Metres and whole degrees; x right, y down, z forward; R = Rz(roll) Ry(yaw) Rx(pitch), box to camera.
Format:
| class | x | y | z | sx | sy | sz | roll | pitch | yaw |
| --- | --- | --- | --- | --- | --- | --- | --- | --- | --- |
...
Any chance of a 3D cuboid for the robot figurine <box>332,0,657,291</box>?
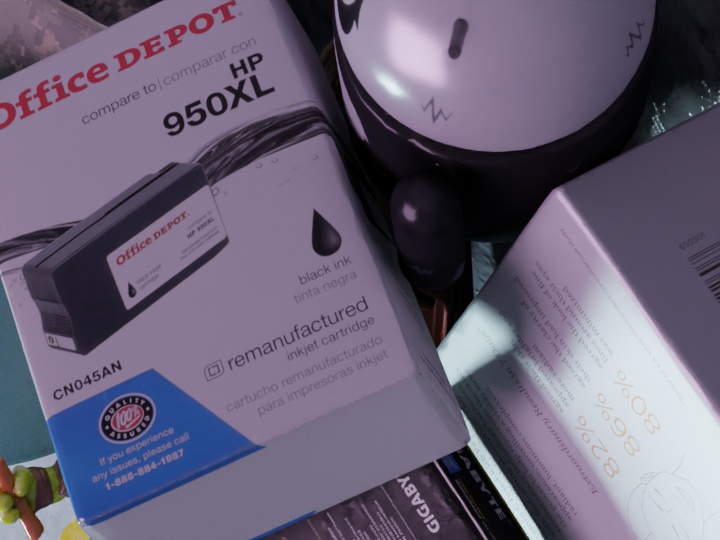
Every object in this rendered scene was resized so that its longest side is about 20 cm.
| class | x | y | z | sx | sy | sz | roll | pitch | yaw |
| --- | --- | --- | --- | --- | --- | --- | --- | --- | --- |
| robot figurine | 0.049 | -0.085 | 1.058 | 0.200 | 0.124 | 0.151 | 81 | 167 | -73 |

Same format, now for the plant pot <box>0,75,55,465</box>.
| class | x | y | z | sx | sy | sz | roll | pitch | yaw |
| --- | --- | --- | --- | --- | --- | --- | --- | --- | --- |
| plant pot | -0.155 | -0.003 | 1.268 | 0.199 | 0.142 | 0.142 | -9 | 127 | 16 |

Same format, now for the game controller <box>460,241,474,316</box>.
| class | x | y | z | sx | sy | sz | roll | pitch | yaw |
| --- | --- | --- | --- | --- | --- | --- | --- | --- | --- |
| game controller | 0.000 | 0.000 | 1.249 | 0.042 | 0.104 | 0.201 | -95 | 1 | -68 |

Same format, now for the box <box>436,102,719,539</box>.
| class | x | y | z | sx | sy | sz | roll | pitch | yaw |
| --- | --- | --- | --- | --- | --- | --- | --- | --- | --- |
| box | 0.122 | 0.054 | 1.099 | 0.153 | 0.106 | 0.200 | 55 | 150 | 13 |

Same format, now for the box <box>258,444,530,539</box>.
| class | x | y | z | sx | sy | sz | roll | pitch | yaw |
| --- | --- | --- | --- | --- | --- | --- | --- | --- | --- |
| box | 0.017 | 0.178 | 1.113 | 0.159 | 0.049 | 0.201 | -38 | 78 | 19 |

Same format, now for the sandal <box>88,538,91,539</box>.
| class | x | y | z | sx | sy | sz | roll | pitch | yaw |
| --- | --- | --- | --- | --- | --- | --- | --- | --- | --- |
| sandal | -0.113 | 0.119 | 1.364 | 0.077 | 0.069 | 0.213 | 2 | 112 | 59 |

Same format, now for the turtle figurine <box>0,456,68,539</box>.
| class | x | y | z | sx | sy | sz | roll | pitch | yaw |
| --- | --- | --- | --- | --- | --- | --- | --- | --- | --- |
| turtle figurine | -0.088 | 0.080 | 1.196 | 0.161 | 0.200 | 0.064 | 47 | -169 | 2 |

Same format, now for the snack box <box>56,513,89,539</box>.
| class | x | y | z | sx | sy | sz | roll | pitch | yaw |
| --- | --- | --- | --- | --- | --- | --- | --- | --- | --- |
| snack box | -0.098 | 0.215 | 1.464 | 0.200 | 0.053 | 0.143 | 48 | 112 | 30 |

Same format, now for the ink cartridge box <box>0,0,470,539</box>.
| class | x | y | z | sx | sy | sz | roll | pitch | yaw |
| --- | --- | --- | --- | --- | --- | --- | --- | --- | --- |
| ink cartridge box | -0.063 | -0.001 | 1.089 | 0.084 | 0.144 | 0.201 | 56 | -169 | -61 |

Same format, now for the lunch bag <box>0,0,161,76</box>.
| class | x | y | z | sx | sy | sz | roll | pitch | yaw |
| --- | --- | --- | --- | --- | --- | --- | --- | --- | --- |
| lunch bag | -0.108 | -0.088 | 1.347 | 0.199 | 0.117 | 0.165 | 29 | 138 | 27 |

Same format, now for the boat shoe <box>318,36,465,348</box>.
| class | x | y | z | sx | sy | sz | roll | pitch | yaw |
| --- | --- | --- | --- | --- | --- | --- | --- | --- | --- |
| boat shoe | 0.014 | -0.004 | 1.187 | 0.068 | 0.071 | 0.201 | -93 | -1 | -67 |
